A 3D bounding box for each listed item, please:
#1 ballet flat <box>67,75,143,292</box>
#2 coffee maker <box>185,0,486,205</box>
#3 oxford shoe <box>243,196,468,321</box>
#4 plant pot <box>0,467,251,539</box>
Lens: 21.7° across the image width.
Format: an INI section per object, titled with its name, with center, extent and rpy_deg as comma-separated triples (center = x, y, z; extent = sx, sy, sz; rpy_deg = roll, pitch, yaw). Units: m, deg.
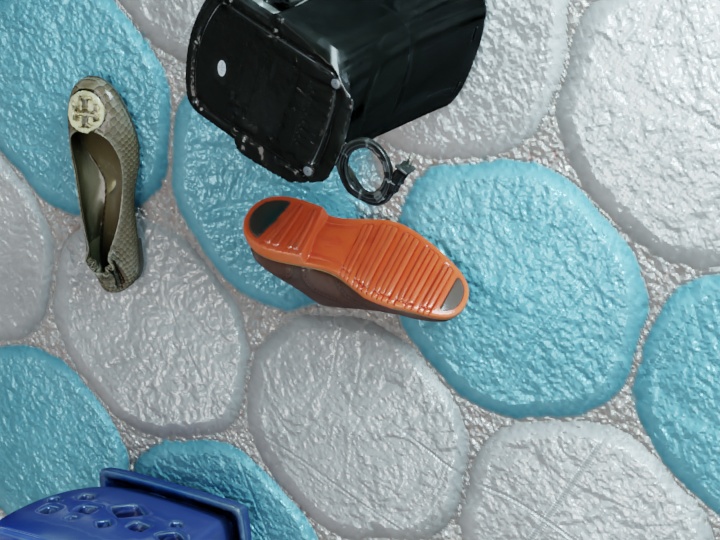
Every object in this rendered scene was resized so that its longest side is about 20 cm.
[ballet flat]
center = -0.230, -0.072, 1.668
extent = 0.067, 0.046, 0.201
rpy_deg = 12, 118, 30
[coffee maker]
center = 0.001, -0.143, 1.371
extent = 0.193, 0.200, 0.135
rpy_deg = 53, 132, 5
[oxford shoe]
center = 0.000, 0.000, 1.541
extent = 0.199, 0.071, 0.073
rpy_deg = 23, 152, 21
[plant pot]
center = -0.203, 0.300, 1.739
extent = 0.199, 0.180, 0.201
rpy_deg = 11, 117, 31
